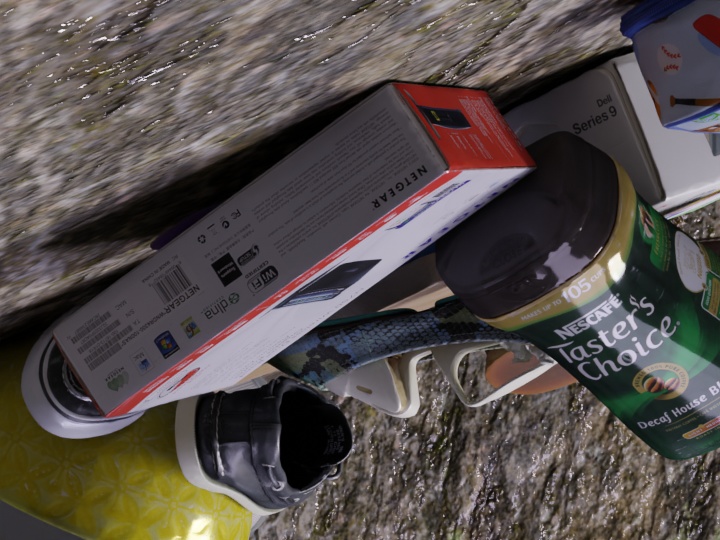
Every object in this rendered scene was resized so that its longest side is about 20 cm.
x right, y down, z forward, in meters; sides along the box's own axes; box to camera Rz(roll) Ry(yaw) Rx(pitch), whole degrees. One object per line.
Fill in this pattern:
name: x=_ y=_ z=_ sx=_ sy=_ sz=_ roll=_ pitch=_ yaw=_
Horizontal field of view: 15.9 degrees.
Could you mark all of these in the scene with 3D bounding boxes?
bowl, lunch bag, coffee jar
bowl: x=-0.141 y=0.085 z=1.491 sx=0.108 sy=0.200 sz=0.200 roll=-66 pitch=170 yaw=5
lunch bag: x=0.226 y=-0.127 z=1.220 sx=0.160 sy=0.076 sz=0.200 roll=-29 pitch=173 yaw=33
coffee jar: x=0.134 y=0.014 z=1.346 sx=0.104 sy=0.085 sz=0.200 roll=-31 pitch=128 yaw=33

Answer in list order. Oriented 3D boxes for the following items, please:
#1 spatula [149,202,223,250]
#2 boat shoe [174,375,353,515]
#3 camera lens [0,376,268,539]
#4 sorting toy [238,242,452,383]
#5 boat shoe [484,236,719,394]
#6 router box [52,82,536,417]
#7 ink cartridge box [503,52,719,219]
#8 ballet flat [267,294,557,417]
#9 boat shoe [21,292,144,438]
spatula: x=-0.027 y=-0.035 z=1.340 sx=0.056 sy=0.021 sz=0.200 roll=-33 pitch=172 yaw=37
boat shoe: x=-0.039 y=0.095 z=1.450 sx=0.066 sy=0.075 sz=0.199 roll=-6 pitch=166 yaw=18
camera lens: x=-0.159 y=0.134 z=1.795 sx=0.160 sy=0.160 sz=0.200 roll=-26 pitch=175 yaw=33
sorting toy: x=0.000 y=0.000 z=1.605 sx=0.198 sy=0.070 sz=0.200 roll=-25 pitch=176 yaw=29
boat shoe: x=0.155 y=0.010 z=1.469 sx=0.200 sy=0.070 sz=0.070 roll=-16 pitch=139 yaw=28
router box: x=-0.026 y=-0.012 z=1.223 sx=0.200 sy=0.049 sz=0.179 roll=-36 pitch=172 yaw=16
ink cartridge box: x=0.165 y=-0.073 z=1.465 sx=0.200 sy=0.088 sz=0.145 roll=-16 pitch=172 yaw=-45
ballet flat: x=0.039 y=0.047 z=1.440 sx=0.200 sy=0.074 sz=0.074 roll=-15 pitch=179 yaw=19
boat shoe: x=-0.096 y=0.028 z=1.415 sx=0.199 sy=0.074 sz=0.068 roll=-23 pitch=174 yaw=-37
